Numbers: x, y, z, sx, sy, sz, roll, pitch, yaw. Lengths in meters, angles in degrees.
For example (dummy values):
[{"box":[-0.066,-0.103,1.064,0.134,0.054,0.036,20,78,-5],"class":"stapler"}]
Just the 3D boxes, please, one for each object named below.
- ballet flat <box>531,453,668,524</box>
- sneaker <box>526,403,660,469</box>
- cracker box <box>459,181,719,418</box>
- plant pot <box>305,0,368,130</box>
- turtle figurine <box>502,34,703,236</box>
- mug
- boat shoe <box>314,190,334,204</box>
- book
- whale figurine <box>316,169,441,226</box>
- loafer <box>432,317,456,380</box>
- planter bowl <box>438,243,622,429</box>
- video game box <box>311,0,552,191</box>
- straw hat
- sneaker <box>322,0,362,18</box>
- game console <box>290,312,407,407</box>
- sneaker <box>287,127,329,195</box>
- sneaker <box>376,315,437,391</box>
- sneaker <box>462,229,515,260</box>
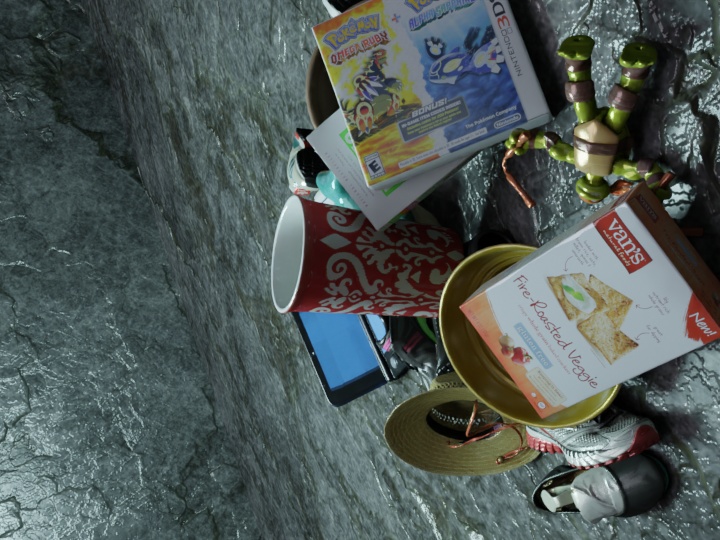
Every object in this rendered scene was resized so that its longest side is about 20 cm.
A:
[{"box":[0.250,0.243,0.916,0.068,0.068,0.200,66,157,12],"class":"ballet flat"},{"box":[0.229,0.155,0.889,0.200,0.078,0.083,-4,100,67],"class":"sneaker"},{"box":[0.203,0.032,0.748,0.134,0.058,0.200,53,131,1],"class":"cracker box"},{"box":[0.044,-0.210,0.987,0.093,0.200,0.202,-7,-103,-70],"class":"plant pot"},{"box":[0.218,-0.117,0.740,0.200,0.064,0.162,27,136,35],"class":"turtle figurine"},{"box":[0.002,-0.011,1.002,0.177,0.199,0.134,-162,79,-70],"class":"mug"},{"box":[-0.035,-0.110,1.349,0.200,0.073,0.067,146,129,-59],"class":"boat shoe"},{"box":[0.060,-0.155,0.913,0.134,0.200,0.048,53,-167,11],"class":"book"},{"box":[0.017,-0.054,1.112,0.200,0.104,0.159,42,157,-14],"class":"whale figurine"},{"box":[0.134,0.098,1.102,0.071,0.073,0.201,-74,-16,-50],"class":"loafer"},{"box":[0.187,0.054,0.867,0.200,0.083,0.201,16,119,31],"class":"planter bowl"},{"box":[0.071,-0.203,0.866,0.047,0.199,0.183,8,-119,-74],"class":"video game box"},{"box":[0.130,0.173,1.060,0.202,0.200,0.085,98,178,-45],"class":"straw hat"},{"box":[-0.004,-0.315,1.107,0.079,0.074,0.201,113,135,-65],"class":"sneaker"},{"box":[-0.015,0.092,1.361,0.201,0.118,0.171,65,156,18],"class":"game console"},{"box":[-0.078,-0.150,1.323,0.200,0.070,0.094,-103,23,-60],"class":"sneaker"},{"box":[0.070,0.112,1.220,0.200,0.083,0.077,60,155,28],"class":"sneaker"},{"box":[0.153,0.044,0.967,0.099,0.070,0.201,119,142,-60],"class":"sneaker"}]
